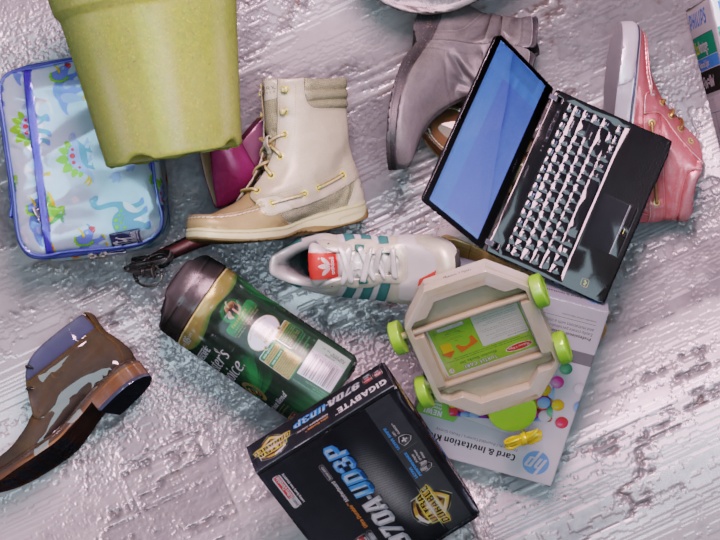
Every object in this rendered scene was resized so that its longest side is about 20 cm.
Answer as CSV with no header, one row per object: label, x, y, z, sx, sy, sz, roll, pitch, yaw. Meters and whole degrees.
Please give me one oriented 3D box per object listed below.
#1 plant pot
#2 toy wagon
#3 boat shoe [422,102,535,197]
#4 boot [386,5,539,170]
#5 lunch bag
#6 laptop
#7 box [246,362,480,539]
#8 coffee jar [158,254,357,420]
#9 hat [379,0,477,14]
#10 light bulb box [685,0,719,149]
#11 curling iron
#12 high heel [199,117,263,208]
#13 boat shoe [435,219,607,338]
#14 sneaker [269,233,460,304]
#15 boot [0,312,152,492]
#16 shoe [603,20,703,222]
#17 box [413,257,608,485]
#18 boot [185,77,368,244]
plant pot,-0.189,-0.195,1.625,0.199,0.200,0.186,-9,95,0
toy wagon,0.122,0.084,1.667,0.154,0.040,0.201,-18,121,13
boat shoe,0.156,-0.107,1.739,0.199,0.074,0.076,28,90,-1
boot,0.103,-0.179,1.709,0.131,0.070,0.201,15,70,7
lunch bag,-0.276,-0.111,1.734,0.159,0.082,0.202,-6,90,2
laptop,0.180,-0.094,1.651,0.199,0.103,0.178,24,82,3
box,0.005,0.205,1.704,0.158,0.046,0.201,-31,125,2
coffee jar,-0.106,0.070,1.723,0.199,0.104,0.086,35,74,0
hat,0.079,-0.344,1.734,0.199,0.081,0.202,0,88,5
light bulb box,0.445,-0.191,1.716,0.197,0.125,0.202,-15,92,0
curling iron,-0.143,-0.033,1.755,0.199,0.050,0.026,-25,121,-9
high heel,-0.171,-0.161,1.737,0.200,0.067,0.096,45,80,-4
boat shoe,0.163,0.004,1.744,0.199,0.070,0.071,31,129,-12
sneaker,0.000,0.000,1.685,0.199,0.093,0.071,4,97,37
boot,-0.312,0.133,1.752,0.200,0.075,0.097,-38,73,-1
shoe,0.293,-0.146,1.746,0.090,0.071,0.202,1,94,-4
box,0.142,0.101,1.723,0.155,0.041,0.201,15,115,-1
boot,-0.089,-0.109,1.703,0.199,0.072,0.156,-12,99,-31
